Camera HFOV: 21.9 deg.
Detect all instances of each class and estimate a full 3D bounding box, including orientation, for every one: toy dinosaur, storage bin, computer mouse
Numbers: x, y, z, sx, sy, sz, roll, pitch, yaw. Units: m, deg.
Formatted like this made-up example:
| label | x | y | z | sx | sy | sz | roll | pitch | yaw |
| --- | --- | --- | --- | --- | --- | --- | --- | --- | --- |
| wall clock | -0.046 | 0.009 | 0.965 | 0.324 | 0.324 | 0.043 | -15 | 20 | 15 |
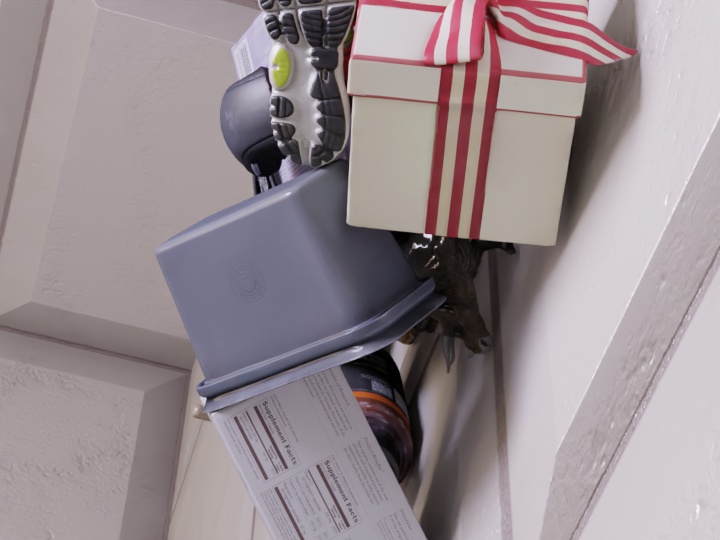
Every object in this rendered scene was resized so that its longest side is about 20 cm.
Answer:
| label | x | y | z | sx | sy | sz | roll | pitch | yaw |
| --- | --- | --- | --- | --- | --- | --- | --- | --- | --- |
| toy dinosaur | 0.060 | -0.029 | 1.508 | 0.102 | 0.077 | 0.201 | -37 | 57 | 22 |
| storage bin | -0.051 | 0.003 | 1.432 | 0.199 | 0.135 | 0.145 | -20 | 9 | 37 |
| computer mouse | -0.084 | -0.083 | 1.495 | 0.200 | 0.046 | 0.141 | 164 | 92 | -82 |

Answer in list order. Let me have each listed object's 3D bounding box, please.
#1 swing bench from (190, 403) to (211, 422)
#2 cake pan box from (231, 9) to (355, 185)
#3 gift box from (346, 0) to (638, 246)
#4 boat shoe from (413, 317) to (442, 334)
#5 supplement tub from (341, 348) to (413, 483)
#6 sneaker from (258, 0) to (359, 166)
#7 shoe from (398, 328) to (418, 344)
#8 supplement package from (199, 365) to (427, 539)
| label | x | y | z | sx | sy | sz | roll | pitch | yaw |
| --- | --- | --- | --- | --- | --- | --- | --- | --- | --- |
| swing bench | -0.049 | 0.080 | 1.928 | 0.129 | 0.200 | 0.200 | 5 | 79 | 37 |
| cake pan box | -0.042 | -0.131 | 1.547 | 0.200 | 0.052 | 0.185 | 146 | 112 | -65 |
| gift box | 0.091 | -0.147 | 1.343 | 0.187 | 0.199 | 0.185 | 92 | 180 | -46 |
| boat shoe | 0.054 | -0.017 | 1.745 | 0.200 | 0.057 | 0.067 | -89 | 15 | -54 |
| supplement tub | -0.006 | 0.146 | 1.719 | 0.200 | 0.106 | 0.107 | -97 | 23 | -69 |
| sneaker | -0.034 | -0.180 | 1.383 | 0.085 | 0.077 | 0.201 | -60 | -23 | -71 |
| shoe | 0.037 | -0.016 | 1.858 | 0.070 | 0.053 | 0.201 | 111 | 168 | -48 |
| supplement package | -0.034 | 0.173 | 1.517 | 0.201 | 0.111 | 0.156 | 64 | 173 | -5 |
